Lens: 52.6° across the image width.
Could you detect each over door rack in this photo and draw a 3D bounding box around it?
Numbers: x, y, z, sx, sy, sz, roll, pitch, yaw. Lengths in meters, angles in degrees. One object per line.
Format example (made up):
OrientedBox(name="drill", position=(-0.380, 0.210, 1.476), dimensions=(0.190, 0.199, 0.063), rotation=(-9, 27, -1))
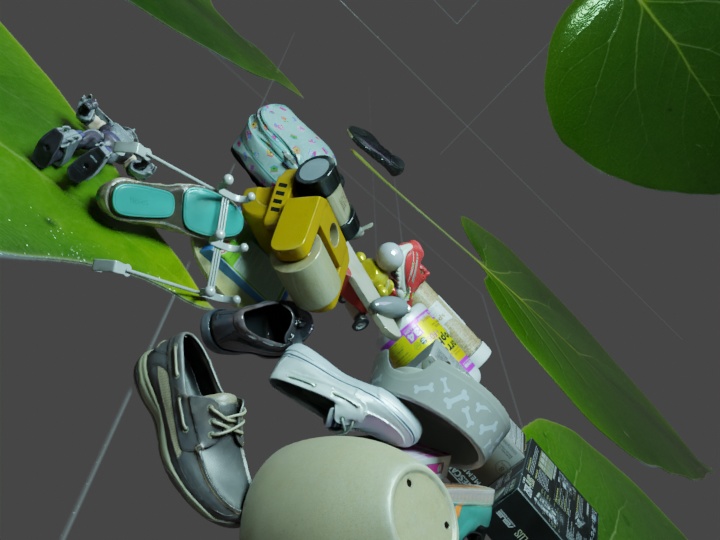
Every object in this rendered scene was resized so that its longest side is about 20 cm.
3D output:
OrientedBox(name="over door rack", position=(-0.203, -0.048, 0.856), dimensions=(0.199, 0.066, 0.150), rotation=(21, 73, -52))

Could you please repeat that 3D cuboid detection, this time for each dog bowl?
OrientedBox(name="dog bowl", position=(0.091, 0.185, 0.942), dimensions=(0.200, 0.199, 0.059), rotation=(41, 62, -15))

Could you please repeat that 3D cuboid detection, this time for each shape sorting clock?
OrientedBox(name="shape sorting clock", position=(-0.154, -0.009, 1.027), dimensions=(0.199, 0.039, 0.201), rotation=(38, 31, -28))

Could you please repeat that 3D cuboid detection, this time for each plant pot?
OrientedBox(name="plant pot", position=(0.010, 0.239, 0.659), dimensions=(0.199, 0.134, 0.203), rotation=(29, 47, -36))

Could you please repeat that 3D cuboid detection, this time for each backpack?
OrientedBox(name="backpack", position=(-0.131, -0.197, 1.312), dimensions=(0.200, 0.127, 0.167), rotation=(46, 23, 7))

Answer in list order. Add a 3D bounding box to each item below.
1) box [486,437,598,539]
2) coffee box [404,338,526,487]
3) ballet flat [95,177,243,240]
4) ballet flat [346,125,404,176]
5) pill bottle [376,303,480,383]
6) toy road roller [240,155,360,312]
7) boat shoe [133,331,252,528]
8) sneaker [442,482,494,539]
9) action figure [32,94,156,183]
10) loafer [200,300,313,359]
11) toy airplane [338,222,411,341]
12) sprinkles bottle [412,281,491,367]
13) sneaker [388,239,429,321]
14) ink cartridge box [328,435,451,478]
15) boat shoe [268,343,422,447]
OrientedBox(name="box", position=(0.272, 0.373, 1.098), dimensions=(0.164, 0.086, 0.200), rotation=(49, 19, 6))
OrientedBox(name="coffee box", position=(0.136, 0.219, 1.076), dimensions=(0.200, 0.114, 0.080), rotation=(48, 18, 0))
OrientedBox(name="ballet flat", position=(-0.242, -0.081, 0.928), dimensions=(0.067, 0.069, 0.199), rotation=(3, -8, 45))
OrientedBox(name="ballet flat", position=(0.038, -0.333, 2.055), dimensions=(0.199, 0.057, 0.067), rotation=(38, 48, -10))
OrientedBox(name="pill bottle", position=(0.124, 0.159, 1.179), dimensions=(0.200, 0.104, 0.104), rotation=(49, 20, 8))
OrientedBox(name="toy road roller", position=(-0.093, -0.048, 0.976), dimensions=(0.124, 0.144, 0.202), rotation=(64, 29, -45))
OrientedBox(name="boat shoe", position=(-0.150, 0.144, 0.692), dimensions=(0.201, 0.073, 0.074), rotation=(55, 22, 22))
OrientedBox(name="sneaker", position=(0.080, 0.298, 0.872), dimensions=(0.198, 0.071, 0.081), rotation=(11, 80, -29))
OrientedBox(name="action figure", position=(-0.325, -0.160, 0.929), dimensions=(0.130, 0.070, 0.200), rotation=(38, 18, -8))
OrientedBox(name="loafer", position=(-0.110, 0.071, 0.908), dimensions=(0.199, 0.062, 0.073), rotation=(3, 71, -59))
OrientedBox(name="toy airplane", position=(0.000, 0.000, 1.120), dimensions=(0.201, 0.140, 0.199), rotation=(54, 7, -10))
OrientedBox(name="sprinkles bottle", position=(0.163, 0.108, 1.413), dimensions=(0.200, 0.068, 0.068), rotation=(47, 20, 1))
OrientedBox(name="sneaker", position=(0.082, 0.027, 1.260), dimensions=(0.077, 0.084, 0.201), rotation=(49, -23, 31))
OrientedBox(name="ink cartridge box", position=(0.024, 0.228, 0.878), dimensions=(0.094, 0.038, 0.199), rotation=(12, 0, 34))
OrientedBox(name="boat shoe", position=(-0.023, 0.169, 0.890), dimensions=(0.198, 0.074, 0.067), rotation=(28, 47, 13))
